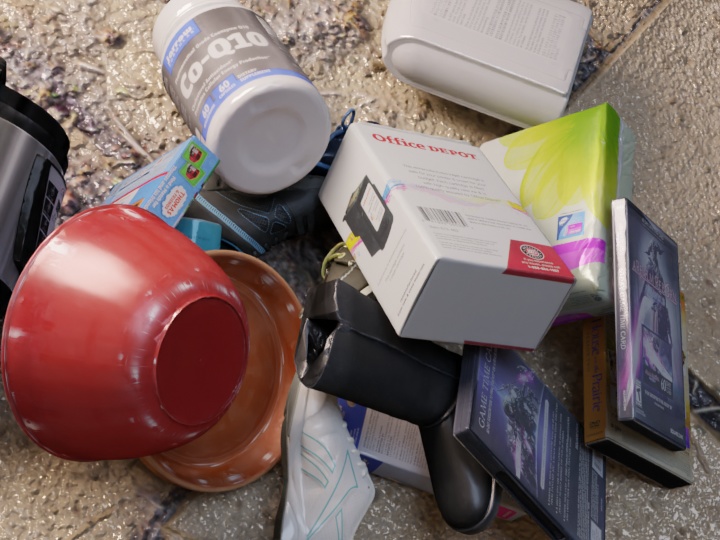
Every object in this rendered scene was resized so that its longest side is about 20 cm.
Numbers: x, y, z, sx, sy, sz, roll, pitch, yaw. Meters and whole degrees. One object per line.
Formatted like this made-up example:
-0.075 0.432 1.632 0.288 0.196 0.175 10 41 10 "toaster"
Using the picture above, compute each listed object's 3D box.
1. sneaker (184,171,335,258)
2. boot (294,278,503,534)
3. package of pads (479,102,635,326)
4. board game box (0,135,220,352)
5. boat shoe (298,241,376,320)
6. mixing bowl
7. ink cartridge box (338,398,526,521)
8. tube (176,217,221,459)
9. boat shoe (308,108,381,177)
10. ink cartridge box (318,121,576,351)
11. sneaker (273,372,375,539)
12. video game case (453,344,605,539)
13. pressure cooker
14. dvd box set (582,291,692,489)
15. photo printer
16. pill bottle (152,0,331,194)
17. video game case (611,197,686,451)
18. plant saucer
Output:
-0.085 -0.045 1.386 0.198 0.073 0.083 2 80 -14 "sneaker"
0.031 0.114 1.253 0.200 0.065 0.166 33 41 -42 "boot"
0.176 -0.044 1.431 0.068 0.154 0.201 35 53 -40 "package of pads"
-0.211 -0.011 1.263 0.037 0.151 0.201 43 57 -18 "board game box"
-0.002 0.002 1.365 0.060 0.072 0.202 48 39 4 "boat shoe"
-0.154 0.056 1.130 0.200 0.108 0.202 -16 111 -49 "mixing bowl"
0.065 0.136 1.364 0.199 0.042 0.120 22 60 -14 "ink cartridge box"
-0.155 0.057 1.300 0.077 0.050 0.202 7 83 -12 "tube"
0.002 -0.108 1.441 0.199 0.084 0.069 12 80 -31 "boat shoe"
0.070 -0.030 1.304 0.145 0.083 0.200 8 33 -31 "ink cartridge box"
-0.029 0.163 1.275 0.080 0.070 0.202 4 86 -7 "sneaker"
0.150 0.150 1.312 0.200 0.019 0.143 46 32 -25 "video game case"
-0.329 -0.078 1.220 0.179 0.175 0.201 41 59 -47 "pressure cooker"
0.260 0.089 1.433 0.146 0.029 0.201 28 54 -41 "dvd box set"
0.122 -0.231 1.521 0.199 0.070 0.167 20 46 1 "photo printer"
-0.113 -0.167 1.360 0.113 0.114 0.200 -8 38 -24 "pill bottle"
0.261 0.051 1.376 0.143 0.019 0.201 29 58 -56 "video game case"
-0.124 0.083 1.276 0.199 0.032 0.202 -1 91 -42 "plant saucer"
